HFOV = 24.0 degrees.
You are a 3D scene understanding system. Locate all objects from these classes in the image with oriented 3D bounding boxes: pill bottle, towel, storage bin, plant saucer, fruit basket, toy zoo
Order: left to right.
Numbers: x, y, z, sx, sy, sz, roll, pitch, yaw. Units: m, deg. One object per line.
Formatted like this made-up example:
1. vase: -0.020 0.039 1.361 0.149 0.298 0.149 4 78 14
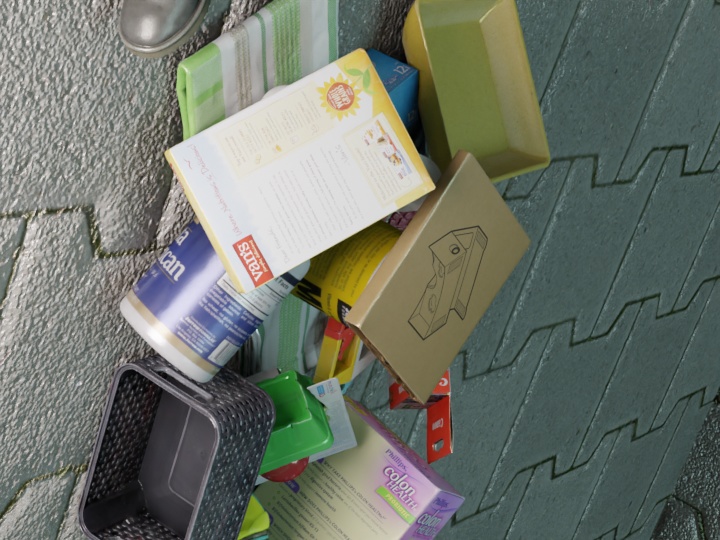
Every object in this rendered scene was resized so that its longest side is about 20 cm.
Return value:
1. storage bin: -0.180 0.190 1.653 0.094 0.135 0.200 -15 129 -55
2. pill bottle: -0.117 -0.005 1.561 0.200 0.111 0.111 -48 154 0
3. towel: -0.093 -0.178 1.555 0.200 0.031 0.149 -38 145 -34
4. fruit basket: -0.100 0.180 1.814 0.185 0.094 0.200 -21 159 -3
5. towel: -0.062 0.065 1.866 0.200 0.031 0.149 -39 148 -39
6. toy zoo: -0.001 0.052 1.922 0.131 0.020 0.200 -27 135 -59
7. pill bottle: 0.000 0.000 1.716 0.114 0.200 0.114 -42 148 -34
8. plant saucer: 0.115 -0.190 1.784 0.200 0.048 0.201 -19 97 -53

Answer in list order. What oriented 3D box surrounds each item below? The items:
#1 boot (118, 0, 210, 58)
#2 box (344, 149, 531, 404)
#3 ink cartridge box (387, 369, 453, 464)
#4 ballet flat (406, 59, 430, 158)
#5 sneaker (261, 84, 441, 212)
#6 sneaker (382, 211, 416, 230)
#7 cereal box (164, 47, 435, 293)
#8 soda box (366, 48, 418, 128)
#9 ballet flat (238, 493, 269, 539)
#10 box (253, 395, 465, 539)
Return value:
1. boot: -0.156 -0.284 1.292 0.200 0.072 0.182 71 39 -65
2. box: 0.077 0.008 1.618 0.200 0.021 0.164 -55 142 -13
3. ink cartridge box: 0.066 0.119 1.967 0.109 0.050 0.201 133 -43 -71
4. ballet flat: 0.082 -0.165 1.847 0.073 0.073 0.200 -38 146 -39
5. sneaker: -0.024 -0.102 1.584 0.200 0.088 0.075 29 66 -27
6. sneaker: 0.035 -0.062 1.853 0.081 0.075 0.200 -48 136 14
7. cereal box: -0.053 -0.088 1.494 0.200 0.144 0.040 -28 -173 -12
8. soda box: -0.026 -0.138 1.684 0.200 0.064 0.068 -42 147 -34
9. ballet flat: -0.194 0.283 1.783 0.200 0.067 0.067 -22 177 -1
10. box: -0.015 0.278 1.966 0.200 0.176 0.097 -51 155 4
